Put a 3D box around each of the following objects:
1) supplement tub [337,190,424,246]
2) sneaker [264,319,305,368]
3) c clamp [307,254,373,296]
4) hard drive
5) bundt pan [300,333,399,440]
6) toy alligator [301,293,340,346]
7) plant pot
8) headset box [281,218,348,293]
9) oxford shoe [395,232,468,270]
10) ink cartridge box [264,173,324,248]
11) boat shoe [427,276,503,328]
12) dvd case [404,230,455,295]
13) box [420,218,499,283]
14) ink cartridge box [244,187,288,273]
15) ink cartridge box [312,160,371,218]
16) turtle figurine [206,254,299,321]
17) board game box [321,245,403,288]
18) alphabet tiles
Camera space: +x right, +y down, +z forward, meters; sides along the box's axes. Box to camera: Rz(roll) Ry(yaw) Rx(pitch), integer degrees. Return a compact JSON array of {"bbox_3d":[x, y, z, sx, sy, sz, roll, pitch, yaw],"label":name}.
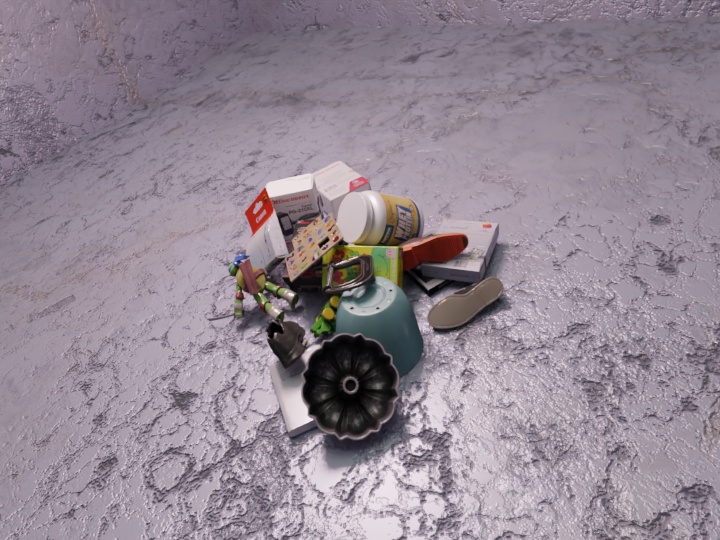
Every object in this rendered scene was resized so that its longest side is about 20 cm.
[{"bbox_3d":[0.052,-0.124,1.468,0.196,0.148,0.144,4,22,-39],"label":"supplement tub"},{"bbox_3d":[-0.176,0.146,1.314,0.076,0.091,0.200,-42,15,-1],"label":"sneaker"},{"bbox_3d":[-0.046,0.012,1.299,0.166,0.028,0.201,-17,20,1],"label":"c clamp"},{"bbox_3d":[-0.118,0.257,1.248,0.129,0.026,0.201,-22,38,-9],"label":"hard drive"},{"bbox_3d":[-0.022,0.233,1.144,0.196,0.076,0.208,1,76,-5],"label":"bundt pan"},{"bbox_3d":[-0.081,0.129,1.380,0.054,0.059,0.202,36,53,-6],"label":"toy alligator"},{"bbox_3d":[0.033,0.114,1.264,0.195,0.164,0.203,-9,37,7],"label":"plant pot"},{"bbox_3d":[-0.118,-0.033,1.534,0.144,0.075,0.205,0,60,19],"label":"headset box"},{"bbox_3d":[0.167,-0.063,1.412,0.194,0.073,0.073,-13,31,7],"label":"oxford shoe"},{"bbox_3d":[-0.181,-0.158,1.645,0.141,0.204,0.085,-10,36,5],"label":"ink cartridge box"},{"bbox_3d":[0.242,0.080,1.340,0.196,0.074,0.063,-27,-5,-7],"label":"boat shoe"},{"bbox_3d":[0.183,-0.024,1.500,0.148,0.025,0.200,-27,40,-16],"label":"dvd case"},{"bbox_3d":[0.256,-0.054,1.461,0.152,0.042,0.202,6,43,25],"label":"box"},{"bbox_3d":[-0.276,-0.100,1.569,0.046,0.205,0.159,-12,-14,-38],"label":"ink cartridge box"},{"bbox_3d":[-0.070,-0.256,1.827,0.145,0.087,0.200,-28,38,-16],"label":"ink cartridge box"},{"bbox_3d":[-0.266,0.071,1.493,0.191,0.204,0.143,30,22,16],"label":"turtle figurine"},{"bbox_3d":[0.004,-0.007,1.390,0.194,0.105,0.047,2,1,20],"label":"board game box"},{"bbox_3d":[-0.125,-0.068,1.446,0.166,0.008,0.201,-40,28,7],"label":"alphabet tiles"}]
